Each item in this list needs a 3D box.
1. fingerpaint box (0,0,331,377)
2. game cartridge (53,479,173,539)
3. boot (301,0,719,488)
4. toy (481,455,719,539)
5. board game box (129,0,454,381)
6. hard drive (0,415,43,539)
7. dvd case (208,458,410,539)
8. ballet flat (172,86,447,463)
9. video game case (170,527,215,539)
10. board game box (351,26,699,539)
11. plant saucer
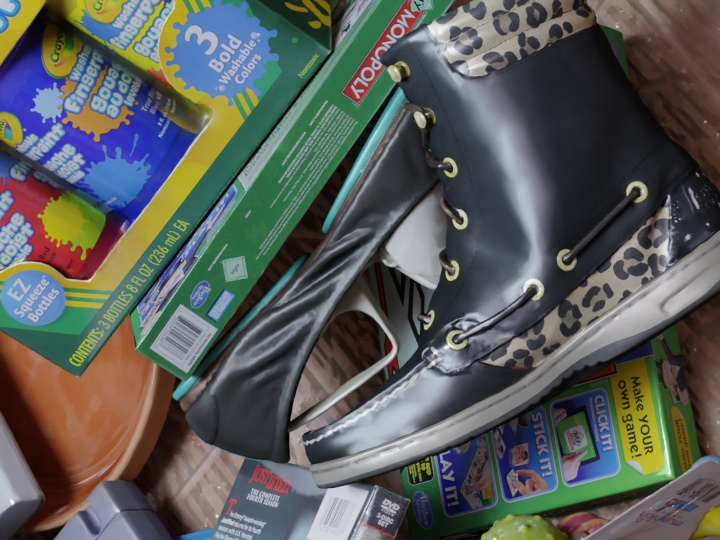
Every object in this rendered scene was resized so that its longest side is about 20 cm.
[{"bbox_3d":[-0.136,-0.079,1.108,0.200,0.167,0.073,-50,18,21],"label":"fingerpaint box"},{"bbox_3d":[-0.140,0.215,1.215,0.200,0.038,0.130,-50,62,21],"label":"game cartridge"},{"bbox_3d":[0.040,-0.017,1.023,0.203,0.073,0.154,-30,89,8],"label":"boot"},{"bbox_3d":[0.088,0.119,1.034,0.200,0.115,0.047,-32,60,29],"label":"toy"},{"bbox_3d":[-0.035,-0.052,1.121,0.029,0.135,0.200,35,94,-10],"label":"board game box"},{"bbox_3d":[-0.245,0.074,1.290,0.132,0.026,0.200,-46,62,30],"label":"hard drive"},{"bbox_3d":[-0.054,0.179,1.079,0.146,0.022,0.200,2,68,65],"label":"dvd case"},{"bbox_3d":[0.000,0.000,1.088,0.068,0.068,0.200,36,103,0],"label":"ballet flat"},{"bbox_3d":[-0.070,0.196,1.197,0.200,0.018,0.143,-17,74,34],"label":"video game case"},{"bbox_3d":[0.068,0.008,1.106,0.134,0.029,0.200,-19,73,34],"label":"board game box"},{"bbox_3d":[-0.163,0.031,1.268,0.200,0.032,0.201,0,90,40],"label":"plant saucer"}]
